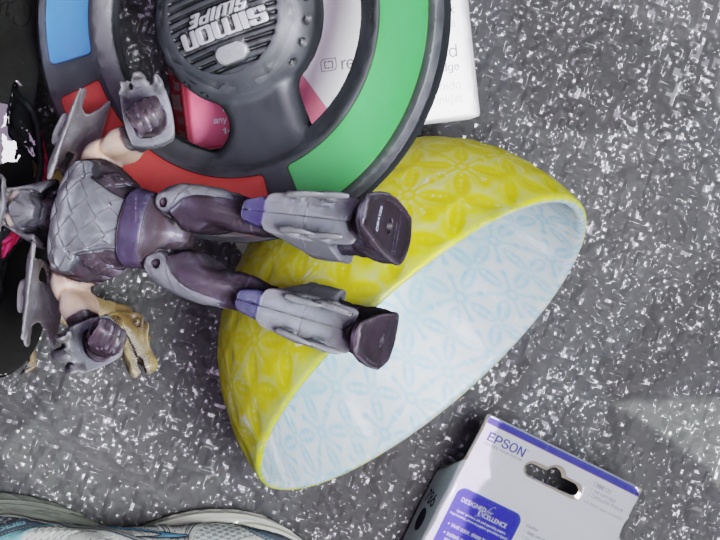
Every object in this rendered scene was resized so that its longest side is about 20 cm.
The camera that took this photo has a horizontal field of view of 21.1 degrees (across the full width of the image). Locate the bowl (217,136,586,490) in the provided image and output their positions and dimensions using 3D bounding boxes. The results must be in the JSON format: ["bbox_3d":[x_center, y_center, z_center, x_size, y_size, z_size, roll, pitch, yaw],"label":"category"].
[{"bbox_3d":[0.000,0.000,0.933,0.200,0.200,0.108,-40,70,-3],"label":"bowl"}]

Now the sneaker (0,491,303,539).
[{"bbox_3d":[-0.111,0.162,0.962,0.199,0.086,0.078,5,97,-10],"label":"sneaker"}]

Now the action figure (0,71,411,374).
[{"bbox_3d":[-0.079,-0.015,0.817,0.199,0.069,0.131,11,96,22],"label":"action figure"}]

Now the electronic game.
[{"bbox_3d":[-0.055,-0.113,0.853,0.199,0.042,0.202,1,94,21],"label":"electronic game"}]

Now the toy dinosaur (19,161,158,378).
[{"bbox_3d":[-0.176,-0.023,0.933,0.101,0.058,0.201,-34,102,-21],"label":"toy dinosaur"}]

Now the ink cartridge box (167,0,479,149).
[{"bbox_3d":[-0.028,-0.167,0.937,0.144,0.084,0.201,-7,98,-9],"label":"ink cartridge box"}]

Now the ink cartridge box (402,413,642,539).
[{"bbox_3d":[0.060,0.180,1.020,0.099,0.039,0.201,27,93,-12],"label":"ink cartridge box"}]

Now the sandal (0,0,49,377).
[{"bbox_3d":[-0.174,-0.051,0.878,0.075,0.045,0.202,2,87,-26],"label":"sandal"}]
